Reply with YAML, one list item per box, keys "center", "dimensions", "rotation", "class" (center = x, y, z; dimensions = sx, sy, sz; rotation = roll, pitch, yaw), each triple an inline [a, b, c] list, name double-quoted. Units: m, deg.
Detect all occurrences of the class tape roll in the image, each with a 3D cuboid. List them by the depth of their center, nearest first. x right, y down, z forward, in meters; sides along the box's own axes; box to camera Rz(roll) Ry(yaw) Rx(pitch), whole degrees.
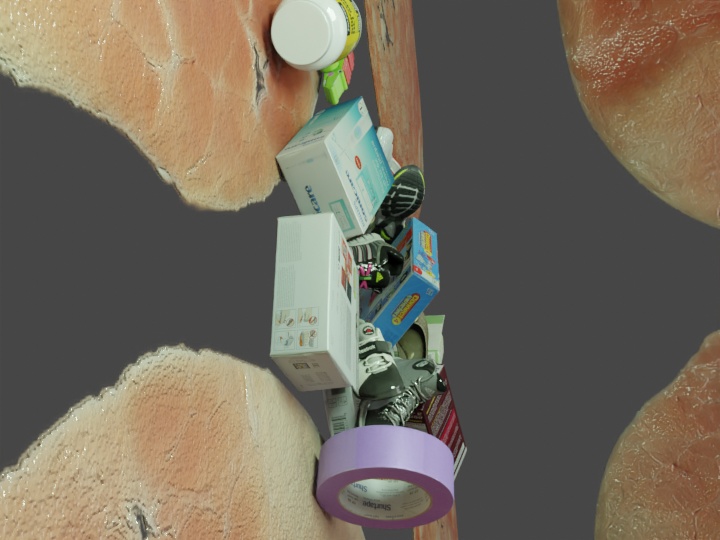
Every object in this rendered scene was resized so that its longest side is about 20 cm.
- center: [0.036, 0.300, 1.329]
  dimensions: [0.202, 0.196, 0.067]
  rotation: [71, 18, -50]
  class: "tape roll"

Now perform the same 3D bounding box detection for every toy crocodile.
- center: [-0.037, -0.366, 1.630]
  dimensions: [0.202, 0.060, 0.068]
  rotation: [-83, 163, -47]
  class: "toy crocodile"

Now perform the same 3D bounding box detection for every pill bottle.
- center: [-0.066, -0.352, 1.347]
  dimensions: [0.200, 0.110, 0.115]
  rotation: [-63, 146, -70]
  class: "pill bottle"

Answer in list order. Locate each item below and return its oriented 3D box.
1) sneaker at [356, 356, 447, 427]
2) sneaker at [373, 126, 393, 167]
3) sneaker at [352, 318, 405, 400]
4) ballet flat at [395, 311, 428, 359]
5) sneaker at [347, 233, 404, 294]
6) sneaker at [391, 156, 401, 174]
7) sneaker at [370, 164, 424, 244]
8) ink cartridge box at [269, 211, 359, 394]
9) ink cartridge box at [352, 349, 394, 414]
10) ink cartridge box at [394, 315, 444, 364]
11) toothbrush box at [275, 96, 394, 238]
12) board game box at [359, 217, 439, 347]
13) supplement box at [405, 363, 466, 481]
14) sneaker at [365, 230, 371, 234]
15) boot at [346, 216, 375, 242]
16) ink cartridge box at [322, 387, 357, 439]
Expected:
- center: [0.070, 0.193, 1.396]
  dimensions: [0.076, 0.114, 0.201]
  rotation: [63, 31, -26]
  class: "sneaker"
- center: [-0.008, -0.191, 1.553]
  dimensions: [0.201, 0.113, 0.076]
  rotation: [92, 21, -68]
  class: "sneaker"
- center: [0.011, 0.129, 1.384]
  dimensions: [0.200, 0.073, 0.090]
  rotation: [-139, -141, -68]
  class: "sneaker"
- center: [0.090, 0.149, 1.612]
  dimensions: [0.046, 0.066, 0.204]
  rotation: [-166, -108, -86]
  class: "ballet flat"
- center: [0.000, 0.000, 1.432]
  dimensions: [0.199, 0.087, 0.075]
  rotation: [-26, 134, -50]
  class: "sneaker"
- center: [-0.010, -0.184, 1.636]
  dimensions: [0.199, 0.078, 0.117]
  rotation: [36, 75, -39]
  class: "sneaker"
- center: [0.061, -0.129, 1.623]
  dimensions: [0.201, 0.072, 0.082]
  rotation: [120, -24, -56]
  class: "sneaker"
- center: [-0.057, 0.054, 1.270]
  dimensions: [0.176, 0.082, 0.203]
  rotation: [64, 24, -60]
  class: "ink cartridge box"
- center: [0.034, 0.253, 1.595]
  dimensions: [0.145, 0.082, 0.204]
  rotation: [-89, 169, -71]
  class: "ink cartridge box"
- center: [0.094, 0.145, 1.832]
  dimensions: [0.200, 0.143, 0.049]
  rotation: [-59, 144, -72]
  class: "ink cartridge box"
- center: [-0.032, -0.149, 1.369]
  dimensions: [0.148, 0.084, 0.201]
  rotation: [67, 26, -20]
  class: "toothbrush box"
- center: [0.053, 0.040, 1.565]
  dimensions: [0.201, 0.055, 0.197]
  rotation: [-52, -165, 26]
  class: "board game box"
- center: [0.118, 0.265, 1.552]
  dimensions: [0.109, 0.060, 0.203]
  rotation: [-56, 139, -45]
  class: "supplement box"
- center: [0.020, -0.084, 1.733]
  dimensions: [0.130, 0.078, 0.203]
  rotation: [-92, -178, -61]
  class: "sneaker"
- center: [-0.030, -0.126, 1.536]
  dimensions: [0.201, 0.076, 0.141]
  rotation: [-70, 148, -67]
  class: "boot"
- center: [-0.041, 0.175, 1.444]
  dimensions: [0.200, 0.056, 0.166]
  rotation: [-131, -149, -74]
  class: "ink cartridge box"
